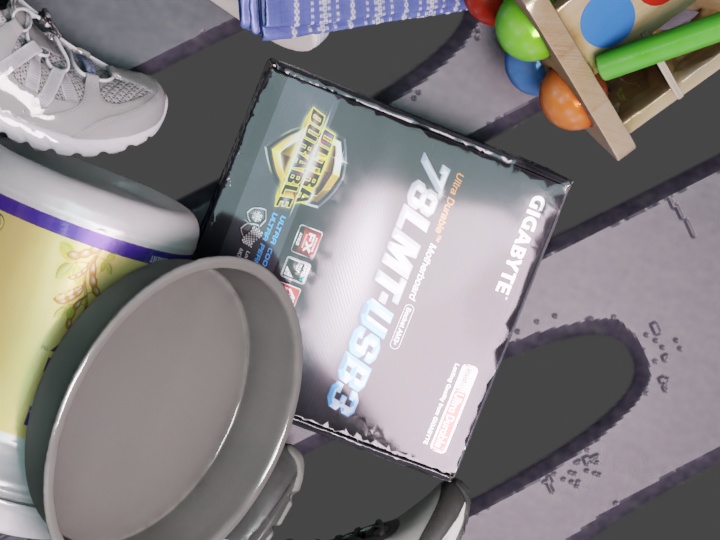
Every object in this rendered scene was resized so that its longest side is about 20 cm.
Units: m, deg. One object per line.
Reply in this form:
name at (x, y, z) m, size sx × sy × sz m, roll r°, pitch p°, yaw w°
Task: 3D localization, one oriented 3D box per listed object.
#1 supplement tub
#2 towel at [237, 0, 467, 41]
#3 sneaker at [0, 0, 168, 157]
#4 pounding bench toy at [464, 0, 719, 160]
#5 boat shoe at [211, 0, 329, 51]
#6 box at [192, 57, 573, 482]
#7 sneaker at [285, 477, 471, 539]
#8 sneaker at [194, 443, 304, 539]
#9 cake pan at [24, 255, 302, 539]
supplement tub at (-0.190, 0.038, 1.348) m, size 0.145 × 0.145 × 0.201 m, roll 20°, pitch 96°, yaw -8°
towel at (0.005, -0.212, 1.340) m, size 0.199 × 0.024 × 0.146 m, roll -13°, pitch 103°, yaw -42°
sneaker at (-0.193, -0.120, 1.330) m, size 0.199 × 0.075 × 0.082 m, roll 10°, pitch 113°, yaw -33°
pounding bench toy at (0.158, -0.148, 1.316) m, size 0.156 × 0.200 × 0.124 m, roll -36°, pitch 122°, yaw 0°
boat shoe at (-0.089, -0.212, 1.366) m, size 0.199 × 0.072 × 0.069 m, roll 34°, pitch 69°, yaw -1°
box at (0.000, 0.000, 1.413) m, size 0.198 × 0.050 × 0.201 m, roll 22°, pitch 96°, yaw -8°
sneaker at (-0.017, 0.189, 1.427) m, size 0.200 × 0.074 × 0.079 m, roll -38°, pitch 95°, yaw 0°
sneaker at (-0.119, 0.167, 1.410) m, size 0.200 × 0.075 × 0.079 m, roll -43°, pitch 98°, yaw 1°
cake pan at (-0.112, 0.081, 1.315) m, size 0.037 × 0.200 × 0.201 m, roll 24°, pitch 97°, yaw 35°
